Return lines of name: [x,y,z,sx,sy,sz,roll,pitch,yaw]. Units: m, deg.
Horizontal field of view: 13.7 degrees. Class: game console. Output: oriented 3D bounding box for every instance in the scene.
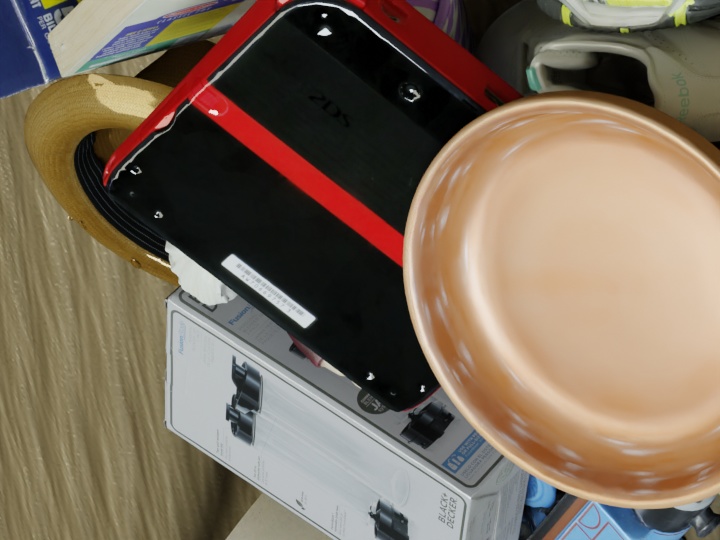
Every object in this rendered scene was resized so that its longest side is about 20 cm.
game console: [0.002,-0.038,1.420,0.200,0.031,0.177,38,125,-15]

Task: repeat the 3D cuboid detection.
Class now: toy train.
toy train: [0.126,0.116,1.587,0.114,0.087,0.200,47,148,9]

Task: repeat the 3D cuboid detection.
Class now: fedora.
fedora: [-0.084,-0.062,1.613,0.199,0.082,0.201,19,152,10]

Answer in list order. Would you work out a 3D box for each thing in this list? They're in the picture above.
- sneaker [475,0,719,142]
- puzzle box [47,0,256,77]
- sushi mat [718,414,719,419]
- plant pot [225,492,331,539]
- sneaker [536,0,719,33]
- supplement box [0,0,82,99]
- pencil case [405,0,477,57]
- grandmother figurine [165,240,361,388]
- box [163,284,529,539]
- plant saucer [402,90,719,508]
sneaker: [0.103,-0.095,1.405,0.199,0.088,0.076,10,106,54]
puzzle box: [-0.048,-0.151,1.517,0.133,0.199,0.026,-30,80,61]
sushi mat: [0.214,-0.008,1.320,0.095,0.012,0.201,27,115,38]
plant pot: [0.020,0.223,1.778,0.200,0.187,0.188,37,145,14]
sneaker: [0.102,-0.165,1.392,0.199,0.075,0.077,24,126,42]
supplement box: [-0.127,-0.179,1.621,0.109,0.199,0.109,-9,106,60]
pencil case: [0.015,-0.108,1.491,0.200,0.085,0.085,55,-148,-73]
grandmother figurine: [0.000,0.000,1.515,0.061,0.198,0.122,94,-177,-65]
box: [-0.009,0.081,1.572,0.199,0.060,0.117,31,145,21]
plant saucer: [0.113,0.011,1.354,0.199,0.037,0.201,16,121,27]
